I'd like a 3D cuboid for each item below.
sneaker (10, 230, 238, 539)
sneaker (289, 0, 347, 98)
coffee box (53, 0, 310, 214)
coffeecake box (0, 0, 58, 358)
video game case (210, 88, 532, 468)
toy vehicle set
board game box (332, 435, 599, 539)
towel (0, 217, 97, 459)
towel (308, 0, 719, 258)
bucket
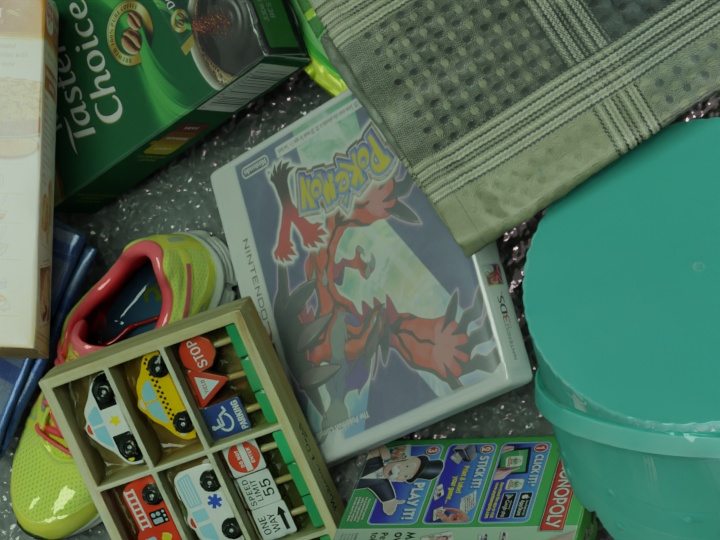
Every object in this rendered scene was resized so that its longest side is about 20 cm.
[{"bbox_3d":[-0.150,0.060,1.384,0.078,0.090,0.201,29,93,20],"label":"sneaker"},{"bbox_3d":[-0.007,-0.151,1.371,0.084,0.074,0.200,-45,70,13],"label":"sneaker"},{"bbox_3d":[-0.124,-0.127,1.391,0.199,0.044,0.124,-30,73,37],"label":"coffee box"},{"bbox_3d":[-0.249,-0.055,1.357,0.152,0.073,0.202,1,84,-1],"label":"coffeecake box"},{"bbox_3d":[0.000,0.000,1.315,0.199,0.023,0.184,-27,74,48],"label":"video game case"},{"bbox_3d":[-0.078,0.126,1.335,0.123,0.027,0.201,-21,102,16],"label":"toy vehicle set"},{"bbox_3d":[0.048,0.154,1.252,0.133,0.200,0.029,-2,121,18],"label":"board game box"},{"bbox_3d":[-0.254,0.010,1.445,0.199,0.024,0.148,26,92,34],"label":"towel"},{"bbox_3d":[0.086,-0.128,1.229,0.199,0.035,0.193,-31,67,1],"label":"towel"},{"bbox_3d":[0.178,0.035,1.205,0.205,0.135,0.209,-10,54,14],"label":"bucket"}]
